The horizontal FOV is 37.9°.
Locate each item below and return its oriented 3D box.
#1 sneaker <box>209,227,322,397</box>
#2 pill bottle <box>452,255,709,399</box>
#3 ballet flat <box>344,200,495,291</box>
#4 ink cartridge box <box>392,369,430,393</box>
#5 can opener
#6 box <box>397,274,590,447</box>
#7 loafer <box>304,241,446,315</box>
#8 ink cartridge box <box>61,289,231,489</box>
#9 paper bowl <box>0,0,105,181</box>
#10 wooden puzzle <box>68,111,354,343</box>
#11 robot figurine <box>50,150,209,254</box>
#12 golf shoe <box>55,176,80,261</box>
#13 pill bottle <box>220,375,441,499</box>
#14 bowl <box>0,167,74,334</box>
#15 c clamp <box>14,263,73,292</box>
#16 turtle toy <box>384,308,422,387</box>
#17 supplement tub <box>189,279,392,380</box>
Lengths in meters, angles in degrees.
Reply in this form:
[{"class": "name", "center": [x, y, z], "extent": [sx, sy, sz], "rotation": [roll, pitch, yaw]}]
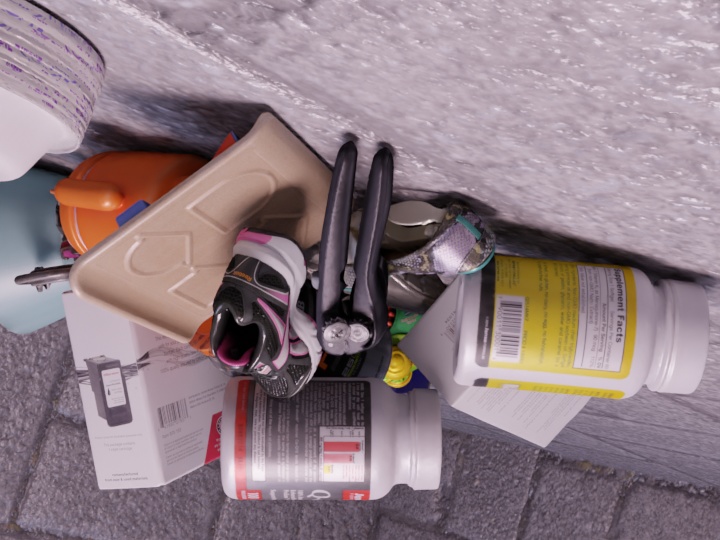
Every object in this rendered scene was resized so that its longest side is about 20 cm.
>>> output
[{"class": "sneaker", "center": [-0.090, 0.053, 0.865], "extent": [0.080, 0.086, 0.200], "rotation": [18, 146, 21]}, {"class": "pill bottle", "center": [0.182, 0.049, 0.888], "extent": [0.200, 0.114, 0.114], "rotation": [5, 169, 2]}, {"class": "ballet flat", "center": [0.027, -0.028, 0.903], "extent": [0.072, 0.072, 0.200], "rotation": [24, 159, -37]}, {"class": "ink cartridge box", "center": [0.005, 0.117, 1.401], "extent": [0.200, 0.043, 0.198], "rotation": [-12, -161, 15]}, {"class": "can opener", "center": [-0.007, -0.013, 0.826], "extent": [0.063, 0.079, 0.200], "rotation": [1, 129, 1]}, {"class": "box", "center": [0.154, 0.085, 1.058], "extent": [0.200, 0.124, 0.097], "rotation": [30, -167, -49]}, {"class": "loafer", "center": [0.000, 0.000, 1.042], "extent": [0.200, 0.070, 0.070], "rotation": [27, 123, -24]}, {"class": "ink cartridge box", "center": [-0.205, 0.100, 1.052], "extent": [0.083, 0.200, 0.145], "rotation": [-9, -177, 28]}, {"class": "paper bowl", "center": [-0.295, -0.134, 0.752], "extent": [0.201, 0.104, 0.201], "rotation": [17, 170, 3]}, {"class": "wooden puzzle", "center": [-0.117, -0.035, 0.852], "extent": [0.046, 0.200, 0.185], "rotation": [54, -173, 25]}, {"class": "robot figurine", "center": [-0.199, -0.053, 0.984], "extent": [0.200, 0.117, 0.144], "rotation": [8, -149, 37]}, {"class": "golf shoe", "center": [-0.243, -0.062, 1.140], "extent": [0.073, 0.092, 0.200], "rotation": [-8, 179, 32]}, {"class": "pill bottle", "center": [-0.027, 0.158, 0.988], "extent": [0.200, 0.116, 0.116], "rotation": [1, 169, -1]}, {"class": "bowl", "center": [-0.351, -0.030, 1.210], "extent": [0.105, 0.201, 0.201], "rotation": [-5, 166, 8]}, {"class": "c clamp", "center": [-0.267, 0.001, 1.109], "extent": [0.200, 0.027, 0.171], "rotation": [-8, -178, -27]}, {"class": "turtle toy", "center": [0.041, 0.079, 1.233], "extent": [0.200, 0.101, 0.146], "rotation": [-26, 169, -3]}, {"class": "supplement tub", "center": [-0.073, 0.064, 1.066], "extent": [0.200, 0.123, 0.122], "rotation": [25, 166, -41]}]
